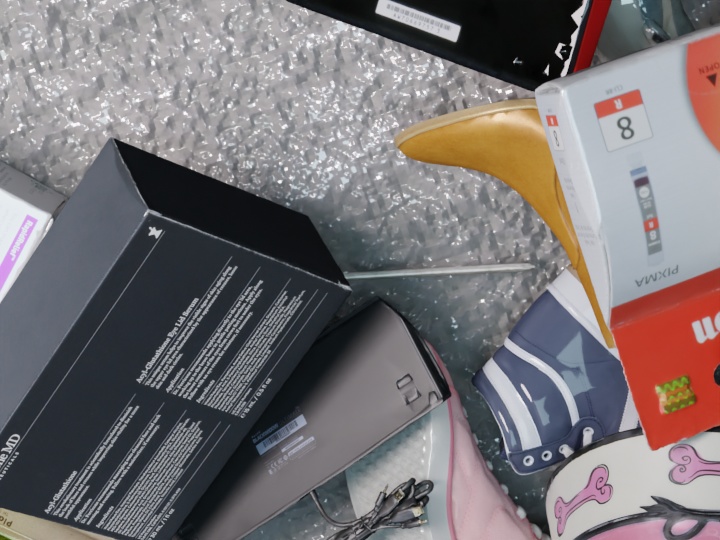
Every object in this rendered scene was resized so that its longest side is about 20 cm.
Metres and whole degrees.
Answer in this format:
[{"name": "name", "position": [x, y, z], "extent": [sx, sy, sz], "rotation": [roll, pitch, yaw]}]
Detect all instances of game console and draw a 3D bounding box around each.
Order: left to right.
[{"name": "game console", "position": [0.057, -0.204, 1.229], "extent": [0.200, 0.031, 0.177], "rotation": [23, 106, 28]}]

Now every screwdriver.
[{"name": "screwdriver", "position": [0.000, 0.000, 1.309], "extent": [0.200, 0.028, 0.029], "rotation": [-7, 129, 4]}]

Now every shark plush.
[{"name": "shark plush", "position": [0.172, -0.151, 1.267], "extent": [0.083, 0.091, 0.200], "rotation": [-42, 93, -24]}]

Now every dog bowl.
[{"name": "dog bowl", "position": [0.197, 0.167, 1.259], "extent": [0.200, 0.074, 0.200], "rotation": [8, 145, 5]}]

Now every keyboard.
[{"name": "keyboard", "position": [-0.031, 0.115, 1.296], "extent": [0.200, 0.021, 0.127], "rotation": [-35, 68, 21]}]

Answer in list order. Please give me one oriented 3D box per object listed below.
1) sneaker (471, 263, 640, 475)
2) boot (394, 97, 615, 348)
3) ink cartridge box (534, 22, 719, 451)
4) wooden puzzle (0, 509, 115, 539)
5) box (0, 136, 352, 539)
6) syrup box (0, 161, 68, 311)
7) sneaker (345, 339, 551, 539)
[{"name": "sneaker", "position": [0.152, 0.103, 1.308], "extent": [0.108, 0.070, 0.200], "rotation": [-44, 91, 2]}, {"name": "boot", "position": [0.121, -0.027, 1.256], "extent": [0.201, 0.071, 0.144], "rotation": [-8, 92, 22]}, {"name": "ink cartridge box", "position": [0.194, -0.025, 1.176], "extent": [0.162, 0.050, 0.200], "rotation": [-20, 93, -14]}, {"name": "wooden puzzle", "position": [-0.247, 0.214, 1.345], "extent": [0.185, 0.037, 0.200], "rotation": [25, 100, -5]}, {"name": "box", "position": [-0.123, 0.045, 1.248], "extent": [0.141, 0.079, 0.200], "rotation": [20, 115, -38]}, {"name": "syrup box", "position": [-0.270, -0.048, 1.275], "extent": [0.200, 0.079, 0.082], "rotation": [29, 99, -5]}, {"name": "sneaker", "position": [0.056, 0.137, 1.320], "extent": [0.075, 0.105, 0.201], "rotation": [-23, 70, 43]}]
